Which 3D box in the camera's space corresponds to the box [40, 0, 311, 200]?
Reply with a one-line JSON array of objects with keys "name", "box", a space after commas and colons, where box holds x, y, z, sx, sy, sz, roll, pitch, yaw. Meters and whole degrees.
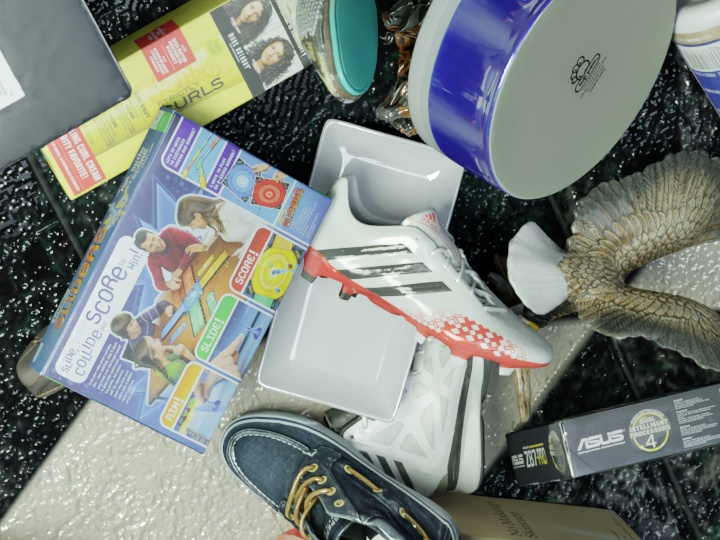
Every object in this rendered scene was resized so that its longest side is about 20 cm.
[{"name": "box", "box": [-0.135, -0.132, 1.638, 0.199, 0.050, 0.076, -29, 113, -6]}]

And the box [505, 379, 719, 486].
[{"name": "box", "box": [0.223, 0.117, 1.761, 0.198, 0.161, 0.050, -12, 88, -11]}]

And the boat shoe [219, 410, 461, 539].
[{"name": "boat shoe", "box": [-0.026, 0.165, 1.692, 0.199, 0.091, 0.071, 26, 106, 16]}]

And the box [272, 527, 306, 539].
[{"name": "box", "box": [-0.016, 0.301, 1.781, 0.094, 0.103, 0.201, -28, 111, -8]}]

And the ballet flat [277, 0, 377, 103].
[{"name": "ballet flat", "box": [-0.022, -0.201, 1.607, 0.072, 0.072, 0.202, 12, 67, -20]}]

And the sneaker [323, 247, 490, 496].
[{"name": "sneaker", "box": [0.031, 0.080, 1.740, 0.114, 0.076, 0.202, -8, 111, -16]}]

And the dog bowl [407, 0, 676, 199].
[{"name": "dog bowl", "box": [0.128, -0.153, 1.640, 0.200, 0.079, 0.201, -35, 143, -31]}]

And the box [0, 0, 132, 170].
[{"name": "box", "box": [-0.274, -0.136, 1.516, 0.199, 0.198, 0.124, -30, 111, -6]}]

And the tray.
[{"name": "tray", "box": [0.000, 0.000, 1.707, 0.107, 0.022, 0.202, 15, 90, -1]}]

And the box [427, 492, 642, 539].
[{"name": "box", "box": [0.111, 0.225, 1.800, 0.198, 0.095, 0.078, 7, 105, -20]}]

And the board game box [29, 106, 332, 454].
[{"name": "board game box", "box": [-0.123, 0.007, 1.623, 0.135, 0.034, 0.201, 29, 87, -23]}]

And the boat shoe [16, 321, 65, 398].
[{"name": "boat shoe", "box": [-0.146, 0.046, 1.678, 0.199, 0.075, 0.074, -27, 112, -6]}]

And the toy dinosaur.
[{"name": "toy dinosaur", "box": [0.065, -0.195, 1.670, 0.135, 0.102, 0.201, 23, 84, -44]}]

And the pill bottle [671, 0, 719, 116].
[{"name": "pill bottle", "box": [0.313, -0.143, 1.733, 0.115, 0.116, 0.200, -37, 114, -3]}]

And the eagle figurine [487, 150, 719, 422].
[{"name": "eagle figurine", "box": [0.197, 0.007, 1.731, 0.198, 0.151, 0.153, -12, 117, 11]}]

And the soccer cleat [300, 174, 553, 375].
[{"name": "soccer cleat", "box": [0.052, 0.004, 1.655, 0.199, 0.069, 0.086, 27, 104, 9]}]
